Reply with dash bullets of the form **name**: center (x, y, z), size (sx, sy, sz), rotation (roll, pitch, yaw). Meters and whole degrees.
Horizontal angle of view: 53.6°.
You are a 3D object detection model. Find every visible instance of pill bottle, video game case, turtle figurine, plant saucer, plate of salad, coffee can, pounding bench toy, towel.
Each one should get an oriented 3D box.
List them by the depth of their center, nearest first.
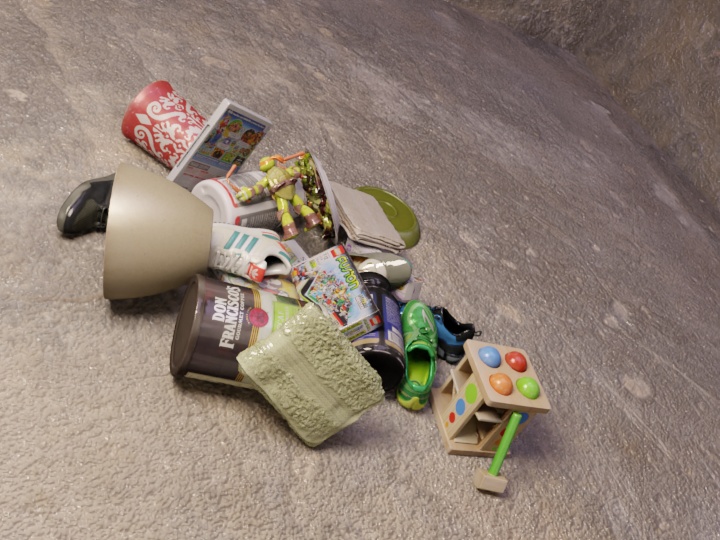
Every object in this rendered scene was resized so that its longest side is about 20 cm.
- **towel**: center (-0.064, 0.150, 0.994), size (0.200, 0.148, 0.037), rotation (54, -1, -28)
- **coffee can**: center (-0.163, 0.099, 1.045), size (0.199, 0.147, 0.147), rotation (15, 37, -22)
- **pounding bench toy**: center (0.221, 0.234, 1.152), size (0.123, 0.156, 0.201), rotation (12, 39, -25)
- **pill bottle**: center (0.016, 0.098, 1.204), size (0.111, 0.112, 0.201), rotation (18, 38, -17)
- **video game case**: center (-0.145, 0.024, 1.260), size (0.199, 0.023, 0.182), rotation (-13, 53, -45)
- **turtle figurine**: center (-0.132, -0.143, 1.267), size (0.200, 0.064, 0.162), rotation (-31, 91, -49)
- **video game case**: center (-0.255, -0.204, 1.271), size (0.018, 0.200, 0.143), rotation (46, 14, 20)
- **pill bottle**: center (-0.205, -0.124, 1.319), size (0.114, 0.114, 0.199), rotation (45, 37, 20)
- **plate of salad**: center (-0.086, -0.143, 1.391), size (0.048, 0.201, 0.201), rotation (-18, 50, -9)
- **towel**: center (0.005, -0.108, 1.453), size (0.132, 0.035, 0.201), rotation (17, 29, -33)
- **plant saucer**: center (0.052, -0.127, 1.588), size (0.199, 0.031, 0.201), rotation (20, 36, -15)

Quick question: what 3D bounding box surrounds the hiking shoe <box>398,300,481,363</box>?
- **hiking shoe**: center (0.120, 0.087, 1.321), size (0.199, 0.087, 0.075), rotation (28, 34, -4)

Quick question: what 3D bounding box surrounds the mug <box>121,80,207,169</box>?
- **mug**: center (-0.329, -0.259, 1.386), size (0.200, 0.134, 0.177), rotation (39, 37, 6)

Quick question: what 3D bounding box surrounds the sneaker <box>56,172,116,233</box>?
- **sneaker**: center (-0.401, -0.100, 1.177), size (0.114, 0.077, 0.199), rotation (29, 29, 10)

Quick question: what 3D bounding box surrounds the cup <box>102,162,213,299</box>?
- **cup**: center (-0.297, -0.049, 1.064), size (0.142, 0.201, 0.201), rotation (7, 40, -15)

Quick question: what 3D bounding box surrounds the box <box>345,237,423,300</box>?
- **box**: center (0.040, -0.005, 1.366), size (0.038, 0.042, 0.200), rotation (-2, 28, -39)

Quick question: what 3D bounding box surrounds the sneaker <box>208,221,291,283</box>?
- **sneaker**: center (-0.202, -0.024, 1.194), size (0.199, 0.071, 0.094), rotation (1, 38, -41)

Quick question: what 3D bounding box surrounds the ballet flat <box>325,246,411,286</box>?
- **ballet flat**: center (0.000, 0.000, 1.306), size (0.199, 0.068, 0.064), rotation (10, 26, 37)

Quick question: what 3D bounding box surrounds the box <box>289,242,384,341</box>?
- **box**: center (-0.044, 0.041, 1.182), size (0.109, 0.035, 0.200), rotation (-26, 39, -2)

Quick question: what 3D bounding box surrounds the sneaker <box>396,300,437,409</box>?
- **sneaker**: center (0.104, 0.135, 1.214), size (0.073, 0.084, 0.201), rotation (10, 55, -8)
